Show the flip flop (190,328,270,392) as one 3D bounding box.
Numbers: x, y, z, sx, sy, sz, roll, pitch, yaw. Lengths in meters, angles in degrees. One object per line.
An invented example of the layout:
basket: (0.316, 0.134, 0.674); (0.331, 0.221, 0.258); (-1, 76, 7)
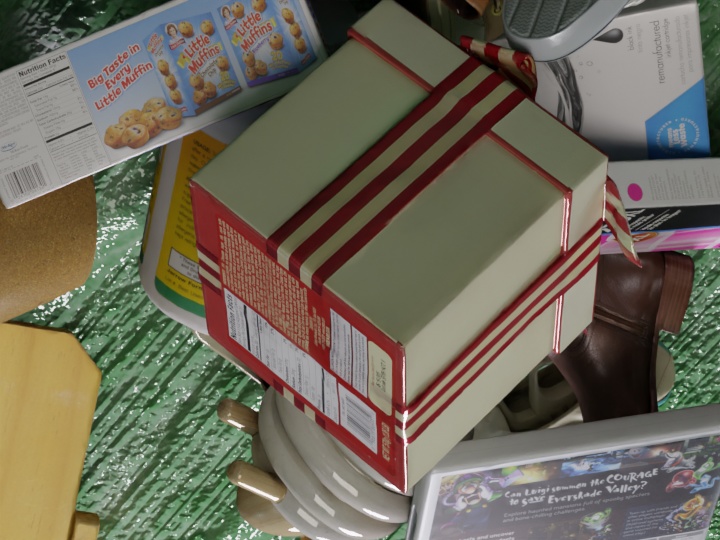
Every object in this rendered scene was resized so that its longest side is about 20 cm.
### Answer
flip flop: (-0.025, 0.063, 1.763); (0.200, 0.058, 0.081); (31, 117, -34)

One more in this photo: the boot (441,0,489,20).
boot: (0.050, -0.263, 1.480); (0.201, 0.068, 0.188); (-56, 134, -9)

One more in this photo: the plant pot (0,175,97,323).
plant pot: (-0.260, -0.030, 1.607); (0.199, 0.187, 0.187); (-5, 129, -24)

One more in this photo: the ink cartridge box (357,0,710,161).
ink cartridge box: (0.101, -0.110, 1.652); (0.199, 0.068, 0.117); (-11, 127, 0)

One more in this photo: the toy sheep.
toy sheep: (0.000, 0.094, 1.683); (0.138, 0.138, 0.200); (35, 122, -29)

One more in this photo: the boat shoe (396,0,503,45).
boat shoe: (0.047, -0.218, 1.556); (0.066, 0.074, 0.201); (-13, 114, -25)

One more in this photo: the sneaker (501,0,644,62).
sneaker: (0.147, -0.176, 1.547); (0.073, 0.200, 0.071); (15, 144, 34)

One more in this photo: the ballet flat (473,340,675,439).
ballet flat: (0.107, 0.088, 1.799); (0.199, 0.070, 0.070); (-28, 126, -1)

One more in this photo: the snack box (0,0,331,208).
snack box: (-0.118, -0.104, 1.536); (0.199, 0.024, 0.072); (-22, 94, 7)

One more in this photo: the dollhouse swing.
dollhouse swing: (-0.272, 0.121, 1.780); (0.199, 0.182, 0.177); (9, 82, -15)

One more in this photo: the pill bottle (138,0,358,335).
pill bottle: (-0.061, -0.069, 1.630); (0.112, 0.113, 0.201); (5, 125, -12)

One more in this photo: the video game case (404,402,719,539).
video game case: (0.122, 0.157, 1.697); (0.199, 0.023, 0.182); (-7, 139, -15)

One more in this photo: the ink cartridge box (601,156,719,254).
ink cartridge box: (0.170, -0.039, 1.672); (0.199, 0.037, 0.095); (-1, 163, -30)

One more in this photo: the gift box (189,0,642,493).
gift box: (0.039, -0.008, 1.519); (0.187, 0.200, 0.185); (-44, 161, -23)

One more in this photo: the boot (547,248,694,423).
boot: (0.092, 0.047, 1.726); (0.199, 0.064, 0.188); (16, 86, -15)
